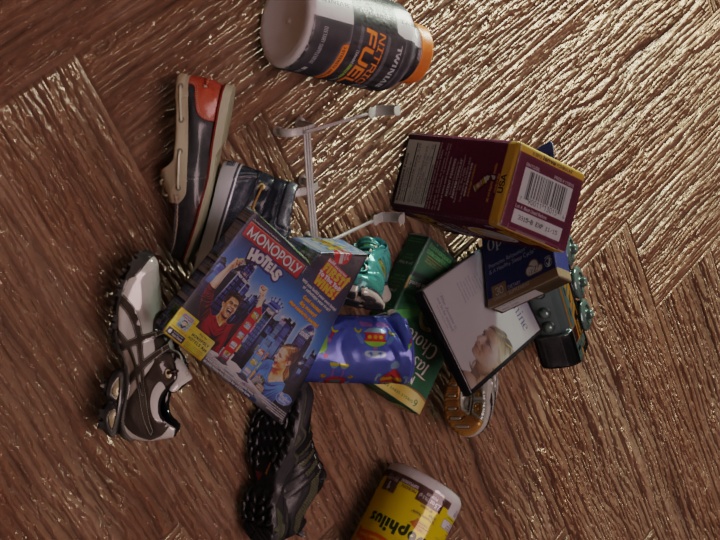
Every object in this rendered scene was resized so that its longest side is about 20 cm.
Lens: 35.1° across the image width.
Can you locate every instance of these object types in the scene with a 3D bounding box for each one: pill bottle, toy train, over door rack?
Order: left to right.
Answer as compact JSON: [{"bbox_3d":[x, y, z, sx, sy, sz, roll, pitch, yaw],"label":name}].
[{"bbox_3d":[-0.030,-0.109,1.347,0.199,0.066,0.150,-20,112,-48],"label":"over door rack"},{"bbox_3d":[-0.009,-0.267,1.305,0.198,0.105,0.108,5,95,-40],"label":"pill bottle"},{"bbox_3d":[0.040,0.357,1.450,0.109,0.108,0.202,40,72,-36],"label":"pill bottle"},{"bbox_3d":[0.269,0.038,1.582,0.114,0.084,0.203,-56,132,-54],"label":"toy train"}]

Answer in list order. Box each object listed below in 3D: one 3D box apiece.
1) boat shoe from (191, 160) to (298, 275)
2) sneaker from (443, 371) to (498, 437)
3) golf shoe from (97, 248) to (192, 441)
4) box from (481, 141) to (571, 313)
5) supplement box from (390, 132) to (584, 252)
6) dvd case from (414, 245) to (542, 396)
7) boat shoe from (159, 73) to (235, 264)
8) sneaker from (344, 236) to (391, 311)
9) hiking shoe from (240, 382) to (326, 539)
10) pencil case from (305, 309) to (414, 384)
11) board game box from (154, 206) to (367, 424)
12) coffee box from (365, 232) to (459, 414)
[{"bbox_3d":[-0.131,-0.011,1.239,0.089,0.071,0.204,15,95,-2],"label":"boat shoe"},{"bbox_3d":[0.153,0.125,1.541,0.088,0.074,0.204,38,62,-67],"label":"sneaker"},{"bbox_3d":[-0.215,0.080,1.192,0.078,0.093,0.204,-43,141,-77],"label":"golf shoe"},{"bbox_3d":[0.206,-0.060,1.463,0.032,0.120,0.203,18,58,-36],"label":"box"},{"bbox_3d":[0.154,-0.098,1.406,0.130,0.199,0.105,17,87,-39],"label":"supplement box"},{"bbox_3d":[0.156,0.056,1.463,0.199,0.017,0.144,-32,96,-49],"label":"dvd case"},{"bbox_3d":[-0.183,-0.108,1.216,0.061,0.071,0.203,12,106,-3],"label":"boat shoe"},{"bbox_3d":[0.000,0.000,1.330,0.076,0.200,0.081,11,98,4],"label":"sneaker"},{"bbox_3d":[-0.084,0.224,1.360,0.100,0.075,0.204,6,98,-54],"label":"hiking shoe"},{"bbox_3d":[-0.032,0.086,1.318,0.196,0.078,0.089,2,78,-13],"label":"pencil case"},{"bbox_3d":[-0.094,0.025,1.195,0.201,0.061,0.200,-52,131,-8],"label":"board game box"},{"bbox_3d":[0.070,0.070,1.467,0.123,0.044,0.202,37,74,-37],"label":"coffee box"}]
